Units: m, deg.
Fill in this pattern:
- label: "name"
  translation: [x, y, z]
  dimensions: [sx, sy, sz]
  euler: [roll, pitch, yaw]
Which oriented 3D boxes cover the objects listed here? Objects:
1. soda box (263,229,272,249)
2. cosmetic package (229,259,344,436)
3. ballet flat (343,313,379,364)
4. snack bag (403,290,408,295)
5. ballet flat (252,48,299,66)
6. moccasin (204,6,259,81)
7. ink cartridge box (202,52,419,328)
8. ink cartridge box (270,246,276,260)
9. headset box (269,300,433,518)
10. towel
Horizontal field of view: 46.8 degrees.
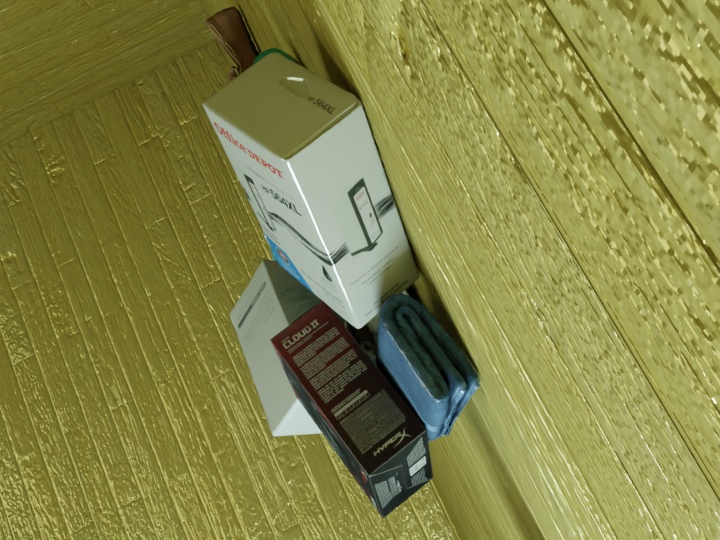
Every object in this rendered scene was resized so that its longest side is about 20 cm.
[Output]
- label: "soda box"
  translation: [-0.096, -0.134, 1.036]
  dimensions: [0.068, 0.062, 0.205]
  euler: [79, -176, -78]
- label: "cosmetic package"
  translation: [-0.045, 0.104, 1.134]
  dimensions: [0.124, 0.197, 0.202]
  euler: [-52, 49, 34]
- label: "ballet flat"
  translation: [0.016, 0.067, 0.928]
  dimensions: [0.073, 0.072, 0.203]
  euler: [-126, 13, -69]
- label: "snack bag"
  translation: [0.047, 0.037, 0.944]
  dimensions: [0.203, 0.021, 0.189]
  euler: [64, 176, -4]
- label: "ballet flat"
  translation: [-0.067, -0.160, 0.893]
  dimensions: [0.202, 0.067, 0.068]
  euler: [63, 179, 39]
- label: "moccasin"
  translation: [-0.203, -0.347, 1.436]
  dimensions: [0.204, 0.077, 0.074]
  euler: [64, 174, -16]
- label: "ink cartridge box"
  translation: [-0.041, -0.070, 0.737]
  dimensions: [0.145, 0.084, 0.202]
  euler: [36, 158, 44]
- label: "ink cartridge box"
  translation: [-0.062, 0.032, 1.294]
  dimensions: [0.067, 0.115, 0.204]
  euler: [16, 122, 51]
- label: "headset box"
  translation: [-0.012, 0.141, 0.881]
  dimensions: [0.200, 0.077, 0.150]
  euler: [49, 165, 28]
- label: "towel"
  translation: [0.057, 0.096, 0.794]
  dimensions: [0.113, 0.048, 0.201]
  euler: [55, 169, 17]
